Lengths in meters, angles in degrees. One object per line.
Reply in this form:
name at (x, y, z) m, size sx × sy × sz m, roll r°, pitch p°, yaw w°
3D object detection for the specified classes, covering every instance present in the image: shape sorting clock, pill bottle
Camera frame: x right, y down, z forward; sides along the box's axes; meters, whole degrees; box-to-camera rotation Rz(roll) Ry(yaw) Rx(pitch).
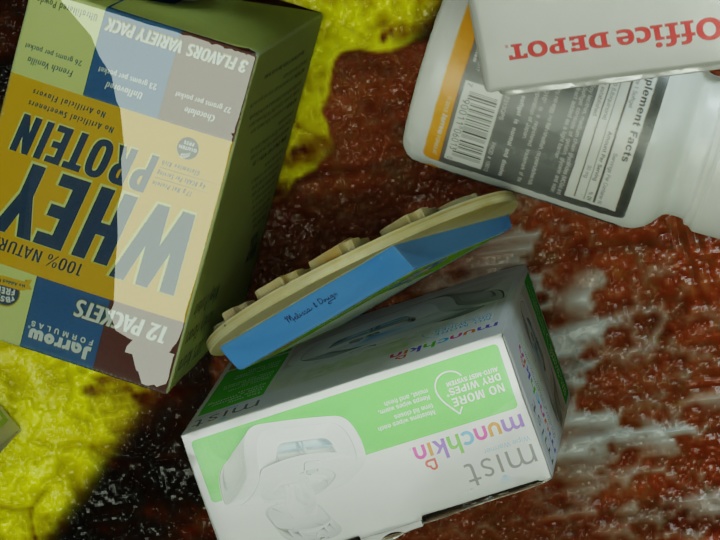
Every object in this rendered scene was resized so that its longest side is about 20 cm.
shape sorting clock at (0.000, 0.000, 1.639) m, size 0.199 × 0.200 × 0.039 m, roll -29°, pitch 87°, yaw 13°
pill bottle at (0.133, -0.092, 1.641) m, size 0.199 × 0.116 × 0.117 m, roll 17°, pitch 104°, yaw 3°

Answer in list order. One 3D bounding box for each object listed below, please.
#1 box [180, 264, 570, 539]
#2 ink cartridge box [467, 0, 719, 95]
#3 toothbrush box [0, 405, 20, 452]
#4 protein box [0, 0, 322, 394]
box at (0.014, 0.088, 1.667) m, size 0.199 × 0.177 × 0.097 m, roll -17°, pitch 100°, yaw 12°
ink cartridge box at (0.122, -0.202, 1.435) m, size 0.144 × 0.084 × 0.201 m, roll -6°, pitch 108°, yaw 18°
toothbrush box at (-0.339, 0.116, 1.770) m, size 0.200 × 0.086 × 0.146 m, roll -40°, pitch 94°, yaw 15°
protein box at (-0.127, -0.063, 1.641) m, size 0.134 × 0.199 × 0.201 m, roll 17°, pitch 104°, yaw 6°
